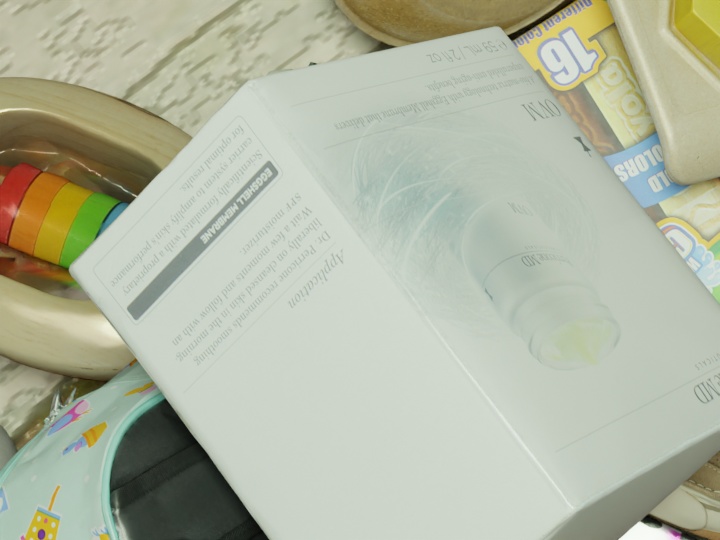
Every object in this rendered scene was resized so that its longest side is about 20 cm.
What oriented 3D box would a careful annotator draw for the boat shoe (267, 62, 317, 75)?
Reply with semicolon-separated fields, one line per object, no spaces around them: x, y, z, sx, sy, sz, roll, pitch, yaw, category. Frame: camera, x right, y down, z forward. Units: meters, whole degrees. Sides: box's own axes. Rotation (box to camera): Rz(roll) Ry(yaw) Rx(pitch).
0.000;0.000;1.247;0.062;0.073;0.201;-10;77;4;boat shoe

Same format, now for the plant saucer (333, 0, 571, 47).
0.067;-0.185;1.246;0.200;0.035;0.201;-18;59;33;plant saucer

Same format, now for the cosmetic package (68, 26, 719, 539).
0.032;0.025;1.070;0.123;0.199;0.200;-43;78;30;cosmetic package

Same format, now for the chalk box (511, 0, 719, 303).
0.131;-0.016;1.218;0.124;0.125;0.200;-30;82;-2;chalk box

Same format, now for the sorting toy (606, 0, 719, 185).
0.177;-0.152;1.161;0.185;0.036;0.201;-16;86;-28;sorting toy

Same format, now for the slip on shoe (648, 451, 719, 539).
0.167;0.091;1.213;0.199;0.076;0.061;24;90;-10;slip on shoe

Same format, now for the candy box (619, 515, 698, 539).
0.096;0.170;1.227;0.199;0.061;0.137;26;85;5;candy box

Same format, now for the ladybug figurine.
-0.131;-0.012;1.242;0.199;0.072;0.136;25;65;12;ladybug figurine

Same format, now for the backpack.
-0.072;0.123;1.107;0.153;0.200;0.176;-19;99;25;backpack

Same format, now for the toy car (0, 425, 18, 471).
-0.254;0.117;1.200;0.174;0.150;0.201;19;84;4;toy car
